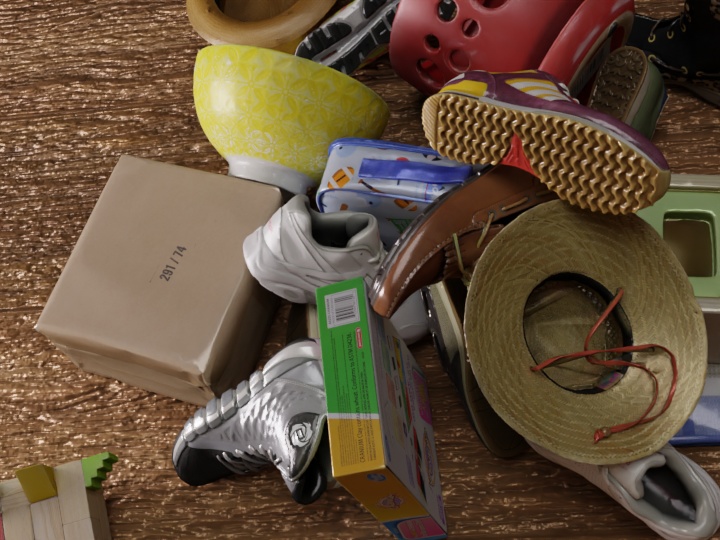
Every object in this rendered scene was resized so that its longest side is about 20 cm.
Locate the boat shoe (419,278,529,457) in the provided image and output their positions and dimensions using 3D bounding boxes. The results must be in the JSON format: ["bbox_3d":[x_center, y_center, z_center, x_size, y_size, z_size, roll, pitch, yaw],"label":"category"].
[{"bbox_3d":[0.101,0.063,0.904,0.072,0.065,0.203,-15,91,-22],"label":"boat shoe"}]

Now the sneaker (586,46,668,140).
[{"bbox_3d":[0.237,-0.107,0.993,0.067,0.089,0.202,33,101,39],"label":"sneaker"}]

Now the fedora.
[{"bbox_3d":[-0.096,-0.302,1.150,0.198,0.082,0.203,-6,58,9],"label":"fedora"}]

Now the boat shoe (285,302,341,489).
[{"bbox_3d":[-0.023,0.101,0.931,0.064,0.072,0.202,3,53,-23],"label":"boat shoe"}]

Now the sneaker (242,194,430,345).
[{"bbox_3d":[0.000,0.000,0.915,0.099,0.198,0.078,-47,32,32],"label":"sneaker"}]

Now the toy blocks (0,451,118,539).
[{"bbox_3d":[-0.292,0.253,0.882,0.197,0.100,0.138,-16,71,0],"label":"toy blocks"}]

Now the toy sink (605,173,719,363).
[{"bbox_3d":[0.310,-0.001,0.874,0.197,0.112,0.132,4,64,8],"label":"toy sink"}]

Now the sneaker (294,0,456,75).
[{"bbox_3d":[0.012,-0.267,1.113,0.198,0.090,0.079,-28,103,-2],"label":"sneaker"}]

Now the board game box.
[{"bbox_3d":[0.020,0.120,0.829,0.040,0.200,0.155,-13,59,12],"label":"board game box"}]

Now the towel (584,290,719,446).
[{"bbox_3d":[0.268,0.062,0.923,0.145,0.024,0.202,-3,63,5],"label":"towel"}]

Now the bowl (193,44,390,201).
[{"bbox_3d":[-0.078,-0.130,1.006,0.198,0.200,0.109,13,82,16],"label":"bowl"}]

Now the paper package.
[{"bbox_3d":[-0.177,0.011,0.982,0.188,0.104,0.202,13,65,16],"label":"paper package"}]

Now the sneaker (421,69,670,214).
[{"bbox_3d":[0.148,-0.111,0.777,0.198,0.076,0.090,24,47,26],"label":"sneaker"}]

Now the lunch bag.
[{"bbox_3d":[0.064,-0.055,0.943,0.197,0.161,0.076,8,63,15],"label":"lunch bag"}]

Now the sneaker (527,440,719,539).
[{"bbox_3d":[0.204,0.141,0.817,0.199,0.099,0.078,32,88,14],"label":"sneaker"}]

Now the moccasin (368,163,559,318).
[{"bbox_3d":[0.087,-0.023,0.804,0.201,0.074,0.078,-35,78,-34],"label":"moccasin"}]

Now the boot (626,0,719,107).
[{"bbox_3d":[0.321,-0.246,1.010,0.199,0.151,0.073,31,70,24],"label":"boot"}]

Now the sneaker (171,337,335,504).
[{"bbox_3d":[-0.081,0.155,0.859,0.200,0.075,0.116,-43,52,26],"label":"sneaker"}]

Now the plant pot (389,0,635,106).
[{"bbox_3d":[0.154,-0.234,1.012,0.182,0.201,0.201,36,72,16],"label":"plant pot"}]

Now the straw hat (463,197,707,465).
[{"bbox_3d":[0.161,0.050,0.797,0.198,0.085,0.204,1,84,-11],"label":"straw hat"}]
